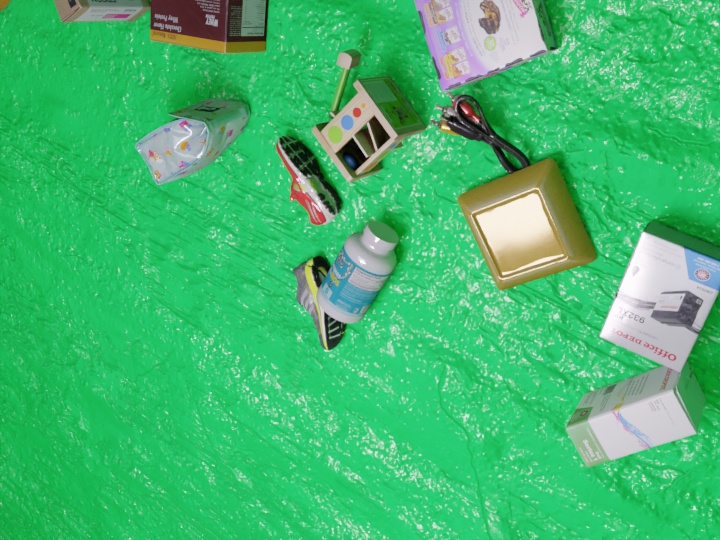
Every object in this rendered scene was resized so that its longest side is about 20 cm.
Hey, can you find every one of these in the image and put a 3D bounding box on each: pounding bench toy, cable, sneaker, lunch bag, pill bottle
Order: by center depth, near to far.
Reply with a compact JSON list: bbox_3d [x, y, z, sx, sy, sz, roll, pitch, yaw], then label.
[{"bbox_3d":[0.221,-0.246,1.372,0.199,0.050,0.097,28,135,-2],"label":"cable"},{"bbox_3d":[-0.011,-0.290,1.463,0.156,0.124,0.201,-39,84,33],"label":"pounding bench toy"},{"bbox_3d":[0.000,0.000,1.554,0.111,0.111,0.201,39,120,14],"label":"pill bottle"},{"bbox_3d":[-0.123,-0.179,1.595,0.085,0.077,0.201,-33,87,39],"label":"sneaker"},{"bbox_3d":[-0.339,-0.281,1.630,0.199,0.170,0.122,-26,99,33],"label":"lunch bag"},{"bbox_3d":[-0.090,0.071,1.662,0.081,0.074,0.201,-9,95,42],"label":"sneaker"}]

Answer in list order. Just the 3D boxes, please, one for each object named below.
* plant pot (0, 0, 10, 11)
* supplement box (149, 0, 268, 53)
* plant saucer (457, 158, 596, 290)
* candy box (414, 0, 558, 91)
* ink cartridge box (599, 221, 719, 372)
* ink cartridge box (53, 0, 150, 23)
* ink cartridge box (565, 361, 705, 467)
[{"bbox_3d":[-0.960,-0.716,1.853,0.199,0.183,0.202,9,110,27],"label":"plant pot"},{"bbox_3d":[-0.298,-0.545,1.547,0.196,0.133,0.201,16,112,25],"label":"supplement box"},{"bbox_3d":[0.287,-0.070,1.388,0.199,0.048,0.201,-21,101,33],"label":"plant saucer"},{"bbox_3d":[0.212,-0.418,1.324,0.199,0.071,0.169,-14,98,33],"label":"candy box"},{"bbox_3d":[0.502,0.043,1.288,0.144,0.084,0.201,25,116,21],"label":"ink cartridge box"},{"bbox_3d":[-0.557,-0.612,1.638,0.075,0.200,0.166,-17,97,34],"label":"ink cartridge box"},{"bbox_3d":[0.470,0.241,1.332,0.199,0.145,0.084,-29,90,33],"label":"ink cartridge box"}]
